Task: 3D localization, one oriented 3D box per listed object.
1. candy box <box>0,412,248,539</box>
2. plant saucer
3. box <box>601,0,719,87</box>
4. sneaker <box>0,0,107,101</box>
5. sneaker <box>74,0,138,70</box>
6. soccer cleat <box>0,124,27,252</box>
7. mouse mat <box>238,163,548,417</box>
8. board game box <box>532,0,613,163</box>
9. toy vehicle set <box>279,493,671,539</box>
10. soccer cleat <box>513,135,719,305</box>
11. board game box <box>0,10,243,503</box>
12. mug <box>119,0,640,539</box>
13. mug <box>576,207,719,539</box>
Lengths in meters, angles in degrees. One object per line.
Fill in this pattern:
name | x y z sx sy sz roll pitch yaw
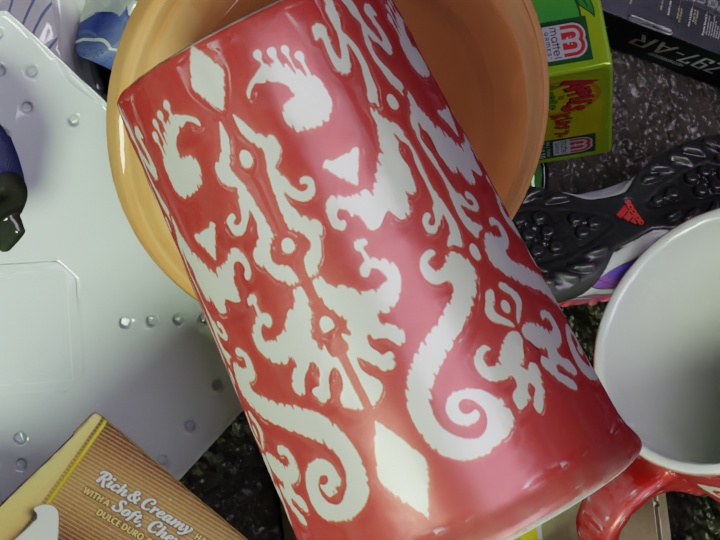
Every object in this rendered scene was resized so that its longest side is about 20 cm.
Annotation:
candy box | -0.068 0.162 0.767 0.200 0.055 0.115 38 62 14
plant saucer | -0.007 -0.063 0.849 0.199 0.037 0.202 -7 110 -19
box | 0.190 -0.207 1.085 0.159 0.043 0.202 16 77 -19
sneaker | -0.160 -0.092 0.916 0.087 0.074 0.201 -18 89 -18
sneaker | -0.034 -0.054 0.900 0.198 0.080 0.116 15 95 -24
soccer cleat | -0.233 -0.008 0.841 0.199 0.065 0.084 -30 71 2
mouse mat | 0.000 0.000 1.000 0.198 0.008 0.162 10 79 -19
board game box | 0.083 -0.165 0.976 0.047 0.102 0.202 -9 70 3
toy vehicle set | 0.061 0.138 0.990 0.198 0.026 0.125 -5 87 -22
soccer cleat | 0.114 -0.008 1.005 0.199 0.073 0.068 -17 56 -17
board game box | -0.153 0.024 0.890 0.200 0.026 0.200 43 91 -11
mug | -0.003 0.006 0.766 0.133 0.178 0.201 -26 91 -7
mug | 0.200 0.079 0.985 0.200 0.177 0.134 37 37 -46
